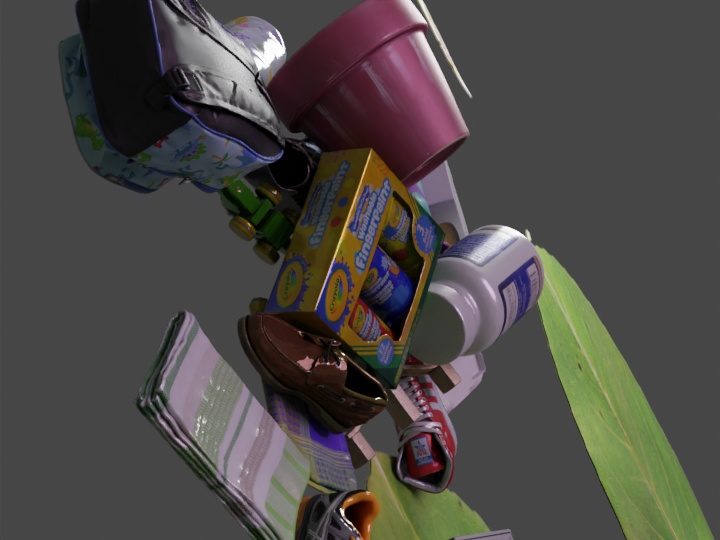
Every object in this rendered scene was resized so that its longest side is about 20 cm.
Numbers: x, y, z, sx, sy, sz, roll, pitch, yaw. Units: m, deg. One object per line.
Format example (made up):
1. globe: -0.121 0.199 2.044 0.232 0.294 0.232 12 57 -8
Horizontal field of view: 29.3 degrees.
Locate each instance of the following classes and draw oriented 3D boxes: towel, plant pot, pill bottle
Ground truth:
1. towel: -0.112 0.142 1.222 0.200 0.031 0.149 52 24 -20
2. plant pot: 0.021 -0.185 1.550 0.179 0.200 0.200 53 19 5
3. pill bottle: 0.126 0.031 1.612 0.200 0.119 0.120 -33 98 -54
4. towel: -0.058 0.130 1.417 0.144 0.023 0.201 40 31 -52

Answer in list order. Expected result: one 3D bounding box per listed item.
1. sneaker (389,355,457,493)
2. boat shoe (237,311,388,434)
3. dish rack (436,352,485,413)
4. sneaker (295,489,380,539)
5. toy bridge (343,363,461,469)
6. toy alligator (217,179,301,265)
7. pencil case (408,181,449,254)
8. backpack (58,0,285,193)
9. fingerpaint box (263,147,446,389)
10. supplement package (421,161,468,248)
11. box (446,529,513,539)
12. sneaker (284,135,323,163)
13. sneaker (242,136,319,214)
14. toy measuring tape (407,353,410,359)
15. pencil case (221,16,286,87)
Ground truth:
1. sneaker: 0.057 0.167 1.601 0.201 0.071 0.113 60 16 -19
2. boat shoe: -0.044 0.091 1.366 0.200 0.068 0.072 42 31 -46
3. dish rack: 0.095 0.083 1.711 0.171 0.043 0.201 -36 115 -50
4. sneaker: -0.026 0.272 1.249 0.078 0.077 0.201 54 23 -31
5. toy bridge: 0.038 0.143 1.534 0.067 0.027 0.200 52 44 3
6. toy alligator: -0.122 -0.068 1.461 0.200 0.059 0.054 47 -19 -27
7. pencil case: 0.039 -0.111 1.661 0.092 0.085 0.201 0 65 -32
8. backpack: -0.176 -0.162 1.277 0.200 0.146 0.184 24 43 -57
9. fingerpaint box: 0.000 0.000 1.462 0.167 0.073 0.201 46 54 -42
10. supplement package: 0.078 -0.064 1.799 0.200 0.113 0.110 66 11 -54
11. box: 0.135 0.364 1.578 0.200 0.060 0.117 15 52 -66
12. sneaker: -0.065 -0.123 1.655 0.089 0.078 0.200 60 10 20
13. sneaker: -0.062 -0.087 1.515 0.200 0.075 0.106 35 -3 -33
14. toy measuring tape: -0.019 0.034 1.558 0.200 0.073 0.074 52 23 -27
15. pencil case: -0.144 -0.225 1.533 0.091 0.083 0.200 37 24 -7
